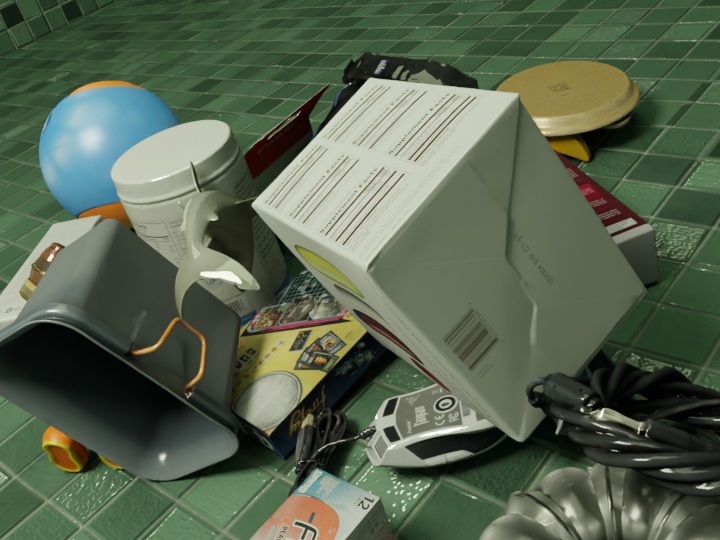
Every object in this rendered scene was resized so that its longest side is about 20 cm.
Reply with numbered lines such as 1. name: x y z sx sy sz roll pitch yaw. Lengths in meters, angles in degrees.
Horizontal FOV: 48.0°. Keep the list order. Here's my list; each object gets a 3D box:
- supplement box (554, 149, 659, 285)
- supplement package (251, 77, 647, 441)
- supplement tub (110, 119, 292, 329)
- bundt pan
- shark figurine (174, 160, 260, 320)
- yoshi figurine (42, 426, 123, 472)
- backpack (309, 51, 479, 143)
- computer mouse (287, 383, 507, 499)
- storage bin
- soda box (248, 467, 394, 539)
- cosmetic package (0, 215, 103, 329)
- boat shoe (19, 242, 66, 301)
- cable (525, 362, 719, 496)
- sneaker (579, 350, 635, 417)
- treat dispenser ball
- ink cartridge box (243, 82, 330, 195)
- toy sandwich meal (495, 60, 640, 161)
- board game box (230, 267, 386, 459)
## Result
1. supplement box: 0.191 -0.042 0.796 0.108 0.061 0.200 -21 33 -3
2. supplement package: 0.058 -0.018 0.596 0.147 0.191 0.200 -47 30 -8
3. supplement tub: -0.158 -0.038 0.838 0.131 0.201 0.132 -13 31 8
4. bundt pan: 0.148 0.187 0.457 0.200 0.076 0.203 -13 33 9
5. shark figurine: -0.105 -0.039 0.675 0.089 0.129 0.214 -12 4 0
6. yoshi figurine: -0.229 0.102 0.792 0.112 0.112 0.201 -45 27 43
7. backpack: 0.055 -0.149 0.947 0.189 0.155 0.201 -4 45 25
8. computer mouse: 0.041 0.131 0.631 0.198 0.044 0.110 -18 26 12
9. storage bin: -0.182 0.056 0.664 0.145 0.200 0.135 -27 38 31
10. soda box: -0.060 0.223 0.512 0.063 0.069 0.200 12 42 40
11. cosmetic package: -0.338 0.032 0.922 0.073 0.102 0.201 -9 34 13
12. boat shoe: -0.268 0.010 0.862 0.072 0.068 0.200 27 6 22
13. cable: 0.213 0.097 0.497 0.199 0.051 0.163 10 3 -28
14. sneaker: 0.147 0.068 0.660 0.077 0.076 0.200 -44 34 4
15. treat dispenser ball: -0.336 -0.157 1.113 0.199 0.202 0.201 -13 32 8
16. ink cartridge box: -0.102 -0.114 0.964 0.162 0.050 0.200 -48 3 -38
17. toy sandwich meal: 0.243 -0.195 1.004 0.203 0.071 0.206 -9 35 6
18. board game box: -0.050 0.068 0.757 0.135 0.035 0.200 19 55 45
